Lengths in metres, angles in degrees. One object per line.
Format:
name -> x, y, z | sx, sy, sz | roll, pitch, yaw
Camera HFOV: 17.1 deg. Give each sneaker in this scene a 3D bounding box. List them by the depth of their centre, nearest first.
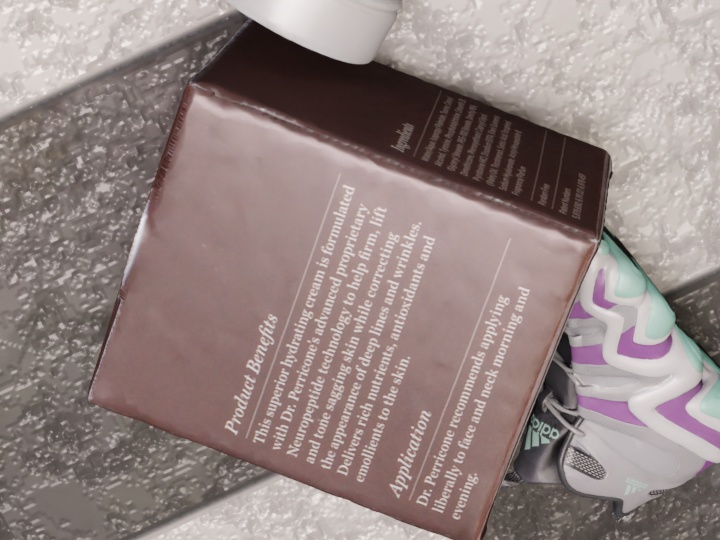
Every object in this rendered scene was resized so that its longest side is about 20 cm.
sneaker -> 0.112, 0.062, 1.281 | 0.140, 0.078, 0.200 | -39, 115, 5

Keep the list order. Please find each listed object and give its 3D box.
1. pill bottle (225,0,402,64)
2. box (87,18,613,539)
pill bottle -> 0.011, -0.206, 1.122 | 0.113, 0.113, 0.200 | 23, 106, -20
box -> 0.000, 0.000, 1.151 | 0.199, 0.164, 0.166 | 22, 109, 1
